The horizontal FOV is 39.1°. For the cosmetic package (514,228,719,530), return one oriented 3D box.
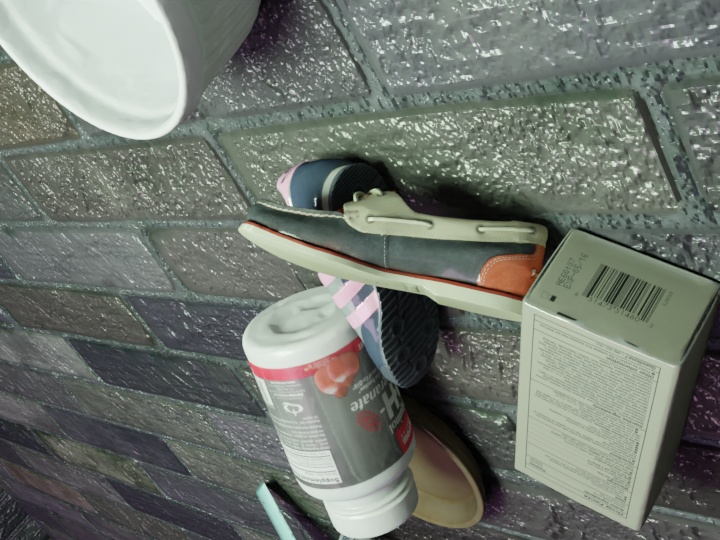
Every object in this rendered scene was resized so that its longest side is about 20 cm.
[{"bbox_3d":[0.164,0.078,0.674,0.103,0.073,0.201,24,147,24],"label":"cosmetic package"}]

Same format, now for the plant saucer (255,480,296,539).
[{"bbox_3d":[-0.082,0.364,1.303,0.201,0.019,0.070,60,168,12],"label":"plant saucer"}]

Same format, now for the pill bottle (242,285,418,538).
[{"bbox_3d":[-0.017,0.123,0.862,0.110,0.111,0.201,5,122,45],"label":"pill bottle"}]

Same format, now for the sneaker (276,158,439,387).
[{"bbox_3d":[0.000,0.000,0.768,0.082,0.070,0.201,15,136,44],"label":"sneaker"}]

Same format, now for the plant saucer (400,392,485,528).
[{"bbox_3d":[0.040,0.176,0.991,0.199,0.030,0.201,29,149,19],"label":"plant saucer"}]

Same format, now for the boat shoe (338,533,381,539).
[{"bbox_3d":[0.001,0.363,1.250,0.065,0.072,0.200,18,148,7],"label":"boat shoe"}]

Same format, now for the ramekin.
[{"bbox_3d":[-0.155,-0.193,0.639,0.199,0.105,0.201,28,149,19],"label":"ramekin"}]

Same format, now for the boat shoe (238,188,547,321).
[{"bbox_3d":[0.021,-0.020,0.658,0.199,0.063,0.071,14,174,6],"label":"boat shoe"}]
